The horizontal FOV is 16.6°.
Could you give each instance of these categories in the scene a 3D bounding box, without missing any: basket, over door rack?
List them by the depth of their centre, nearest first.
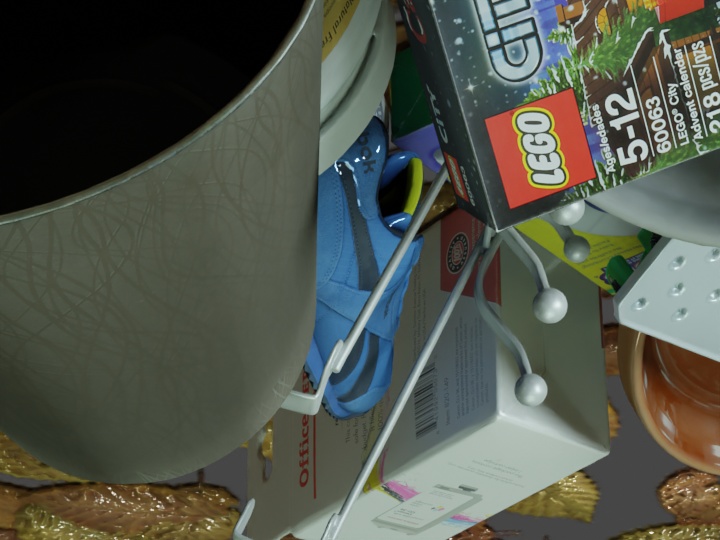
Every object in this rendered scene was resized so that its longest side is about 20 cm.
[{"bbox_3d":[-0.081,-0.028,0.693,0.179,0.137,0.200,-11,153,4],"label":"basket"},{"bbox_3d":[0.033,0.018,0.917,0.066,0.200,0.148,33,153,17],"label":"over door rack"}]

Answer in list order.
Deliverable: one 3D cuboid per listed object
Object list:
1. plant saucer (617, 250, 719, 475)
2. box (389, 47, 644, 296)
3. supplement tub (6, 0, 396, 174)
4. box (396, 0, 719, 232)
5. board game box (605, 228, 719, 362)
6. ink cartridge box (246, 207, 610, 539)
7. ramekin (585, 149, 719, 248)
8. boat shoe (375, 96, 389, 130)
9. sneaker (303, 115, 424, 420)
[{"bbox_3d":[0.196,0.002,1.029,0.199,0.032,0.201,-15,134,-16],"label":"plant saucer"},{"bbox_3d":[0.116,-0.048,1.030,0.117,0.049,0.200,-23,145,33],"label":"box"},{"bbox_3d":[-0.075,-0.119,0.806,0.143,0.145,0.200,-9,149,16],"label":"supplement tub"},{"bbox_3d":[0.066,-0.128,0.662,0.136,0.201,0.038,-21,-163,-11],"label":"box"},{"bbox_3d":[0.218,-0.037,0.966,0.199,0.026,0.200,20,117,-38],"label":"board game box"},{"bbox_3d":[0.026,0.059,1.149,0.067,0.117,0.200,20,146,-31],"label":"ink cartridge box"},{"bbox_3d":[0.127,-0.117,0.771,0.199,0.105,0.201,12,118,23],"label":"ramekin"},{"bbox_3d":[-0.073,-0.024,1.035,0.067,0.072,0.200,6,151,-41],"label":"boat shoe"},{"bbox_3d":[0.000,0.000,0.989,0.078,0.066,0.200,-24,152,0],"label":"sneaker"}]
